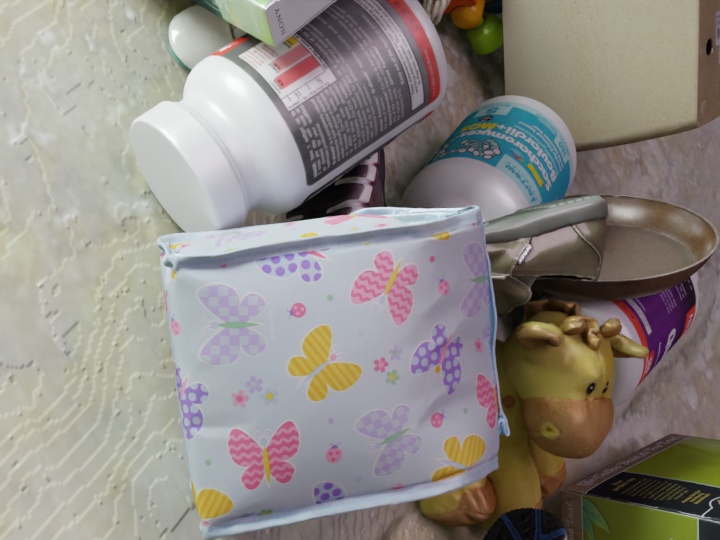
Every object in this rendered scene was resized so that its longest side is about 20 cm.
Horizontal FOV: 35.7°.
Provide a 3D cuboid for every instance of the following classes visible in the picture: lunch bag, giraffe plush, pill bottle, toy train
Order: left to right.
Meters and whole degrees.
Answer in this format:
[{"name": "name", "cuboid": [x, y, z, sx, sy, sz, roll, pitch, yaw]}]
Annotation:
[{"name": "pill bottle", "cuboid": [-0.047, -0.110, 0.755, 0.200, 0.116, 0.116, -36, 101, -24]}, {"name": "lunch bag", "cuboid": [-0.014, 0.053, 0.680, 0.198, 0.127, 0.171, -9, 100, -11]}, {"name": "toy train", "cuboid": [0.096, -0.242, 1.024, 0.116, 0.084, 0.201, 48, 45, -39]}, {"name": "pill bottle", "cuboid": [0.100, -0.057, 0.908, 0.111, 0.110, 0.200, 55, 38, -13]}, {"name": "giraffe plush", "cuboid": [0.131, 0.092, 0.852, 0.172, 0.162, 0.201, -29, 95, -47]}, {"name": "pill bottle", "cuboid": [0.236, 0.038, 1.019, 0.200, 0.112, 0.113, -32, 97, -47]}]

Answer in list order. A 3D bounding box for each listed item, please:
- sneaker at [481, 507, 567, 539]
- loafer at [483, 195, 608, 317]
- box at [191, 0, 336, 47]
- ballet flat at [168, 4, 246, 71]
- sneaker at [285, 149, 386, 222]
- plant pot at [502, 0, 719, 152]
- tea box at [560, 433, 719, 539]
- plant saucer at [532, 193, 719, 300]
[{"name": "sneaker", "cuboid": [0.092, 0.261, 0.785, 0.200, 0.075, 0.078, -41, 130, -35]}, {"name": "loafer", "cuboid": [0.088, 0.001, 0.775, 0.198, 0.075, 0.070, -15, 94, -13]}, {"name": "box", "cuboid": [-0.072, -0.234, 0.743, 0.144, 0.200, 0.036, -42, 142, -19]}, {"name": "ballet flat", "cuboid": [-0.051, -0.171, 0.850, 0.199, 0.069, 0.070, 6, 70, -44]}, {"name": "sneaker", "cuboid": [0.000, 0.000, 0.837, 0.115, 0.075, 0.201, 34, 61, -39]}, {"name": "plant pot", "cuboid": [0.260, -0.217, 1.051, 0.199, 0.176, 0.202, -26, 119, -47]}, {"name": "tea box", "cuboid": [0.300, 0.231, 0.924, 0.199, 0.196, 0.135, -11, 101, -46]}, {"name": "plant saucer", "cuboid": [0.208, -0.020, 0.975, 0.200, 0.199, 0.032, -34, 126, -47]}]
